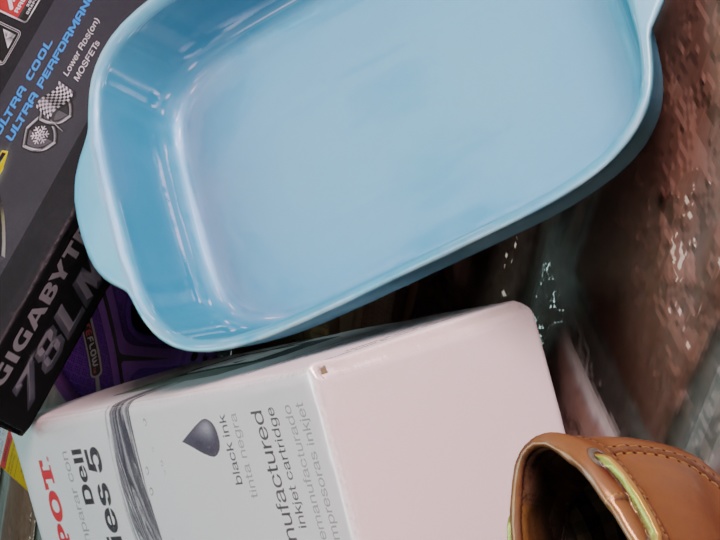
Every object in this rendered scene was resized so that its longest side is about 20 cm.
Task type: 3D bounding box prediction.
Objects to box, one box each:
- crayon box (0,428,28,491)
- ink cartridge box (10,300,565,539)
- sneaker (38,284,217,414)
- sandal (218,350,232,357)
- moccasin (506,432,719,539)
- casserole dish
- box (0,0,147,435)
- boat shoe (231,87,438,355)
[{"bbox_3d":[-0.132,0.034,1.167,0.119,0.058,0.200,40,143,13],"label":"crayon box"},{"bbox_3d":[-0.017,0.098,0.775,0.200,0.084,0.146,-14,92,56],"label":"ink cartridge box"},{"bbox_3d":[-0.076,0.047,0.916,0.081,0.083,0.200,49,174,30],"label":"sneaker"},{"bbox_3d":[-0.053,-0.025,1.039,0.075,0.045,0.201,4,87,49],"label":"sandal"},{"bbox_3d":[0.077,0.132,0.606,0.074,0.078,0.202,-27,58,36],"label":"moccasin"},{"bbox_3d":[0.006,-0.050,0.723,0.200,0.039,0.122,-26,66,23],"label":"casserole dish"},{"bbox_3d":[-0.148,-0.074,0.845,0.198,0.050,0.200,27,84,26],"label":"box"},{"bbox_3d":[0.000,0.000,0.850,0.072,0.072,0.200,51,155,30],"label":"boat shoe"}]
